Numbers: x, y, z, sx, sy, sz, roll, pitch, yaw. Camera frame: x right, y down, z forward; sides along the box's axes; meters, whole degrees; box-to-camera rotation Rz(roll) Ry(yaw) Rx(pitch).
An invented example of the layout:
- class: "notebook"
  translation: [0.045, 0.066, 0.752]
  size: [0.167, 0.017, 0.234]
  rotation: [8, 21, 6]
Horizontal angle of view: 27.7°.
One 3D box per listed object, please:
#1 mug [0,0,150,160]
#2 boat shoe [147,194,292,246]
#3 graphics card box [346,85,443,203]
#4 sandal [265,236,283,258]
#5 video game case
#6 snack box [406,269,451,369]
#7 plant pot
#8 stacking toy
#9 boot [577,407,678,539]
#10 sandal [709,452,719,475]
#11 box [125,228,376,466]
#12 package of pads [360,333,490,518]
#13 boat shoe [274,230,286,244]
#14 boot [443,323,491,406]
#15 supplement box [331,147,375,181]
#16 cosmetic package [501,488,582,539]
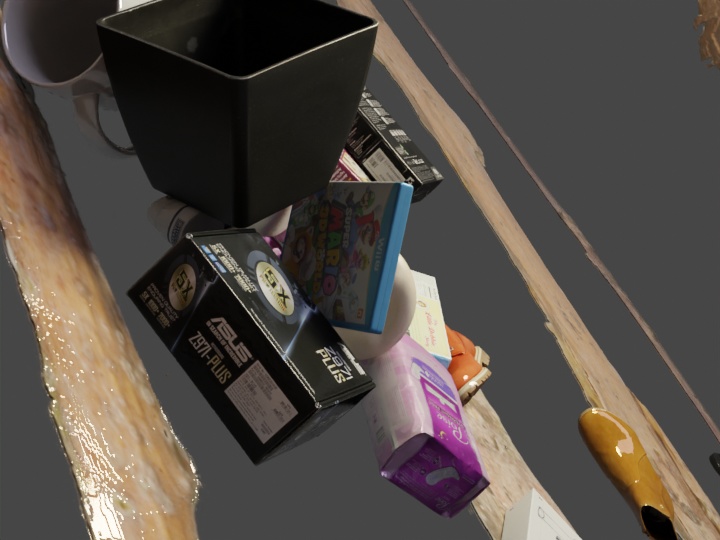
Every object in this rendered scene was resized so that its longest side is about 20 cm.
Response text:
- class: "mug"
  translation: [-0.258, -0.214, 1.504]
  size: [0.175, 0.146, 0.203]
  rotation: [19, 64, -64]
- class: "boat shoe"
  translation: [-0.136, -0.067, 1.515]
  size: [0.065, 0.073, 0.199]
  rotation: [33, 37, 29]
- class: "graphics card box"
  translation: [0.016, -0.174, 1.869]
  size: [0.200, 0.051, 0.125]
  rotation: [49, 16, 5]
- class: "sandal"
  translation: [-0.110, -0.015, 1.558]
  size: [0.082, 0.050, 0.203]
  rotation: [46, 16, -9]
- class: "video game case"
  translation: [-0.023, -0.017, 1.450]
  size: [0.018, 0.145, 0.199]
  rotation: [15, -5, -32]
- class: "snack box"
  translation: [0.041, 0.053, 1.747]
  size: [0.115, 0.037, 0.201]
  rotation: [18, 25, -12]
- class: "plant pot"
  translation: [-0.120, -0.161, 1.427]
  size: [0.199, 0.179, 0.199]
  rotation: [26, 37, 32]
- class: "stacking toy"
  translation: [0.000, 0.000, 1.625]
  size: [0.146, 0.146, 0.200]
  rotation: [46, 20, -8]
- class: "boot"
  translation: [0.392, 0.299, 2.104]
  size: [0.202, 0.071, 0.144]
  rotation: [50, 13, -15]
- class: "sandal"
  translation: [0.736, 0.384, 2.832]
  size: [0.199, 0.045, 0.075]
  rotation: [23, 30, -55]
- class: "box"
  translation: [-0.097, 0.065, 1.355]
  size: [0.201, 0.086, 0.164]
  rotation: [52, 16, 10]
- class: "package of pads"
  translation: [0.060, 0.158, 1.570]
  size: [0.120, 0.076, 0.201]
  rotation: [37, 20, -30]
- class: "boat shoe"
  translation: [-0.048, -0.039, 1.696]
  size: [0.093, 0.074, 0.200]
  rotation: [50, 5, -7]
- class: "boot"
  translation: [0.102, 0.113, 1.795]
  size: [0.107, 0.075, 0.200]
  rotation: [43, 9, -6]
- class: "supplement box"
  translation: [-0.070, -0.140, 1.843]
  size: [0.200, 0.103, 0.131]
  rotation: [45, 16, -10]
- class: "cosmetic package"
  translation: [0.220, 0.345, 1.608]
  size: [0.151, 0.052, 0.200]
  rotation: [45, 17, -4]
